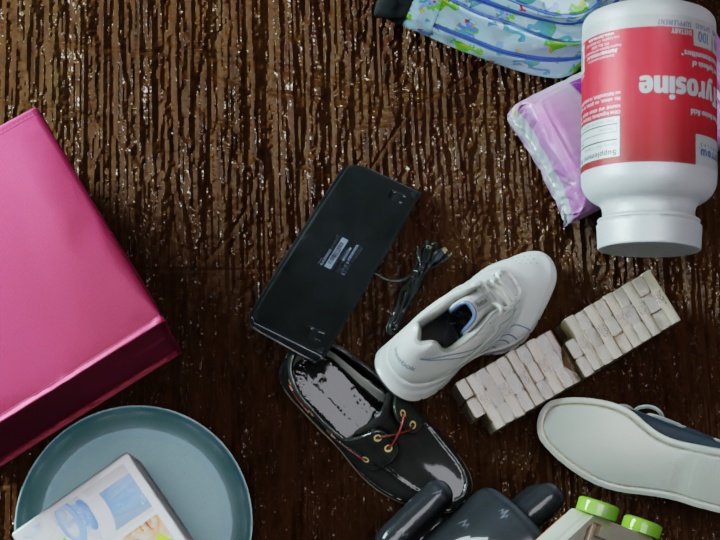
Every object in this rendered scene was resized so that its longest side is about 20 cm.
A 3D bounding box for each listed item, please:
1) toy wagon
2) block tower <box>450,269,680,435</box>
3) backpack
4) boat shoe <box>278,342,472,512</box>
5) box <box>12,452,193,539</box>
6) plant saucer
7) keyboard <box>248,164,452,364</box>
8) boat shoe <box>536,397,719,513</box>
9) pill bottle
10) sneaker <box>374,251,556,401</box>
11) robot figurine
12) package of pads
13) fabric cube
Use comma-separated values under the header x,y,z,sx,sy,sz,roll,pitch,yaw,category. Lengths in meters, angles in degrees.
x,y,z,sx,sy,sz,roll,pitch,yaw,category
0.193,0.268,1.070,0.040,0.200,0.155,12,79,45,toy wagon
0.179,0.075,1.188,0.200,0.058,0.054,-29,81,-7,block tower
0.141,-0.259,1.225,0.200,0.154,0.163,34,58,-8,backpack
0.014,0.136,1.163,0.201,0.063,0.074,40,76,5,boat shoe
-0.170,0.261,1.077,0.112,0.101,0.200,-36,82,-10,box
-0.191,0.216,1.152,0.200,0.027,0.200,0,77,-2,plant saucer
0.000,0.000,1.183,0.127,0.021,0.200,26,59,9,keyboard
0.250,0.155,1.167,0.200,0.062,0.075,12,93,9,boat shoe
0.240,-0.115,1.128,0.112,0.112,0.200,2,83,-3,pill bottle
0.104,0.039,1.161,0.200,0.087,0.075,-35,77,-31,sneaker
0.098,0.259,1.105,0.200,0.125,0.150,-39,47,-11,robot figurine
0.246,-0.137,1.226,0.200,0.076,0.121,-27,85,-7,package of pads
-0.283,0.023,1.103,0.196,0.200,0.199,-33,83,-10,fabric cube
